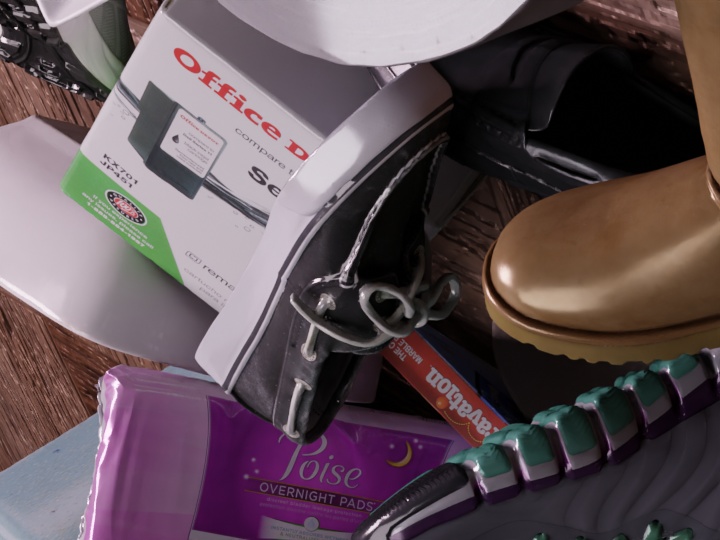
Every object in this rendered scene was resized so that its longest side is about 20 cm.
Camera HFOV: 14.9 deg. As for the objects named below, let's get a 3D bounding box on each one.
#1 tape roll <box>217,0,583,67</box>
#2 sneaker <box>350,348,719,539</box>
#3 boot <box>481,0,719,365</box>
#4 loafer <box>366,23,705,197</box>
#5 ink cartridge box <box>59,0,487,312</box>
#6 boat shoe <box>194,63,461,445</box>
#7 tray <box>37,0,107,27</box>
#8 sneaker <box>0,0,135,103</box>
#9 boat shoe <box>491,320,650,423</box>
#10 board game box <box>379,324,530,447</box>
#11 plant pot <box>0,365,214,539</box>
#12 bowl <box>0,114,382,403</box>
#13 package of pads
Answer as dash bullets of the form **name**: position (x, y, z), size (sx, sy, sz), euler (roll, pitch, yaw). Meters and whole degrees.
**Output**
- **tape roll**: position (0.010, -0.168, 0.879), size (0.200, 0.066, 0.201), euler (15, 116, 33)
- **sneaker**: position (0.098, 0.084, 0.998), size (0.074, 0.200, 0.088), euler (49, -165, -88)
- **boot**: position (0.111, -0.062, 0.870), size (0.200, 0.175, 0.066), euler (74, -163, -45)
- **loafer**: position (0.079, -0.060, 1.022), size (0.200, 0.068, 0.070), euler (37, 146, 27)
- **ink cartridge box**: position (-0.031, -0.055, 1.171), size (0.147, 0.083, 0.200), euler (38, 153, -2)
- **boat shoe**: position (-0.002, 0.001, 1.043), size (0.068, 0.074, 0.199), euler (45, 136, 10)
- **tray**: position (-0.071, -0.181, 1.088), size (0.200, 0.022, 0.108), euler (-24, 87, 38)
- **sneaker**: position (-0.132, -0.129, 1.249), size (0.074, 0.079, 0.200), euler (22, 168, 11)
- **boat shoe**: position (0.130, 0.080, 1.119), size (0.200, 0.075, 0.093), euler (50, 178, 42)
- **board game box**: position (0.069, 0.070, 1.174), size (0.103, 0.019, 0.200), euler (44, -176, 25)
- **plant pot**: position (-0.060, 0.161, 1.409), size (0.196, 0.196, 0.200), euler (59, 172, -12)
- **bowl**: position (-0.096, -0.013, 1.352), size (0.200, 0.075, 0.200), euler (13, -169, -40)
- **package of pads**: position (-0.033, 0.117, 1.268), size (0.200, 0.121, 0.076), euler (10, 175, -1)
